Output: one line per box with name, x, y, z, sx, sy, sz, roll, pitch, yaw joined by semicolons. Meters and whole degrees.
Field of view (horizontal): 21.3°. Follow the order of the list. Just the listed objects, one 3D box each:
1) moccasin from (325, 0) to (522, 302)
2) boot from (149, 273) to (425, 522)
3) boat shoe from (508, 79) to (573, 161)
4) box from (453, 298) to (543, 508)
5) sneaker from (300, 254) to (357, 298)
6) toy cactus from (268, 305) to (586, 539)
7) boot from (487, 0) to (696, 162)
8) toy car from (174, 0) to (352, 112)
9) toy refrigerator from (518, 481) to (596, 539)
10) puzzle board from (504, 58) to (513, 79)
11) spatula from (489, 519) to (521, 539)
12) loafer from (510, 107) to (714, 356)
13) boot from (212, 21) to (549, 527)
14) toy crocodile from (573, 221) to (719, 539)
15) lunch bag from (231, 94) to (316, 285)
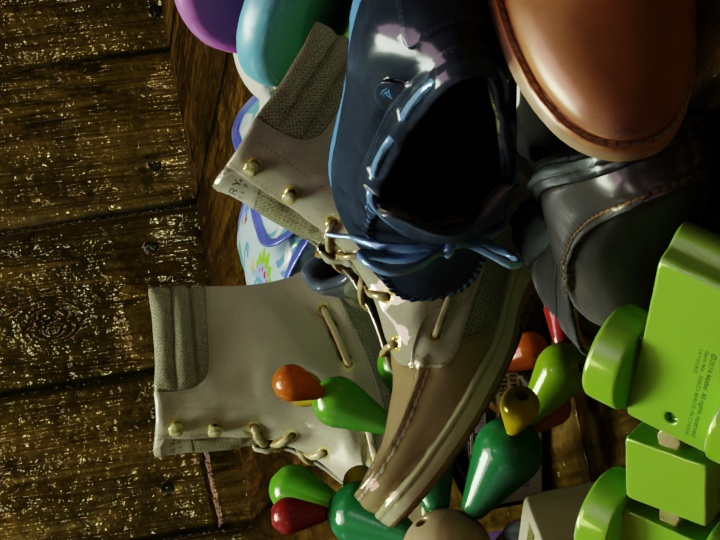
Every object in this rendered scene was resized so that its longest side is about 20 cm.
moccasin;0.023;-0.037;0.744;0.200;0.080;0.068;78;173;-58
boot;-0.037;0.096;1.068;0.072;0.154;0.200;119;142;-75
boat shoe;0.082;-0.138;0.783;0.074;0.063;0.202;-72;-18;-58
box;0.055;0.002;1.097;0.200;0.050;0.199;-117;23;-59
sneaker;0.005;-0.059;0.957;0.074;0.081;0.200;-117;19;-53
toy cactus;0.034;0.104;0.949;0.102;0.200;0.165;35;-142;-56
boot;0.098;-0.150;0.618;0.155;0.077;0.200;121;157;-70
toy car;-0.034;-0.160;1.049;0.175;0.150;0.200;-65;24;23
toy refrigerator;0.106;0.188;0.907;0.200;0.070;0.076;91;166;-49
puzzle board;0.029;-0.176;0.791;0.200;0.017;0.151;-118;21;-66
spatula;0.084;0.151;1.063;0.200;0.056;0.021;131;126;-73
loafer;0.106;-0.012;0.750;0.200;0.073;0.072;81;170;-81
boot;0.000;0.000;0.871;0.200;0.154;0.072;-65;5;-15
toy crocodile;0.125;0.067;0.728;0.067;0.062;0.200;23;132;29
lunch bag;-0.017;-0.047;1.286;0.170;0.127;0.200;-107;25;-50
